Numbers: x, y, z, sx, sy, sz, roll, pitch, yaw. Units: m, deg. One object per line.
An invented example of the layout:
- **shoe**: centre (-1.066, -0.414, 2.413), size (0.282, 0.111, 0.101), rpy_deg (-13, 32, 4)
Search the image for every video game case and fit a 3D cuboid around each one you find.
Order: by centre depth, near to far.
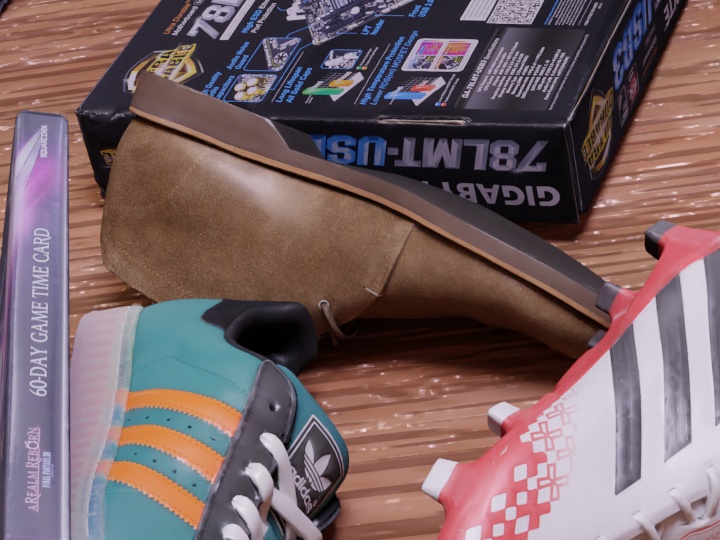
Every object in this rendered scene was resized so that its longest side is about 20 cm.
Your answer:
- **video game case**: centre (-0.095, 0.068, 0.592), size (0.019, 0.143, 0.200), rpy_deg (6, 35, -11)

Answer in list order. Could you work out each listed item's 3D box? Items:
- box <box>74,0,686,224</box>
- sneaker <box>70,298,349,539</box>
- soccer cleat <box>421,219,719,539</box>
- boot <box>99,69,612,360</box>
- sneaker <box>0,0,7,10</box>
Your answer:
- **box**: centre (0.018, -0.097, 0.851), size (0.198, 0.050, 0.200), rpy_deg (2, 37, 23)
- **sneaker**: centre (-0.043, 0.069, 0.632), size (0.080, 0.072, 0.200), rpy_deg (-14, 36, 4)
- **soccer cleat**: centre (0.078, 0.064, 0.608), size (0.085, 0.069, 0.200), rpy_deg (26, 52, 22)
- **boot**: centre (0.000, 0.000, 0.731), size (0.200, 0.074, 0.076), rpy_deg (22, 91, 22)
- **sneaker**: centre (-0.210, -0.132, 0.940), size (0.070, 0.082, 0.200), rpy_deg (4, 39, 22)
